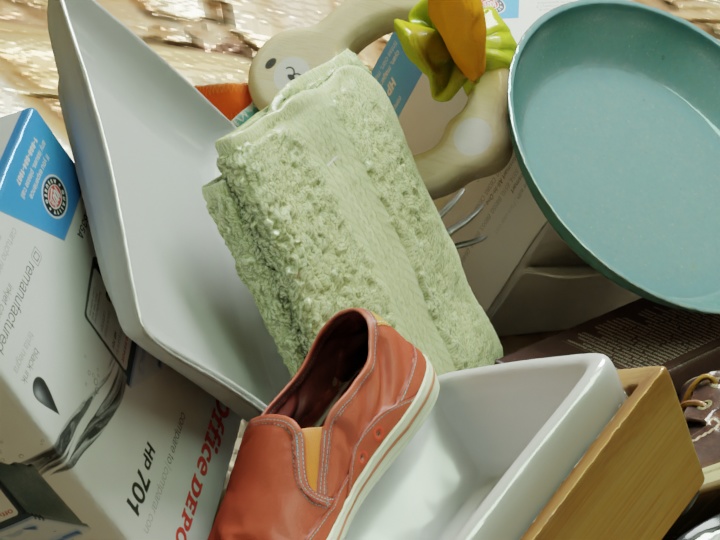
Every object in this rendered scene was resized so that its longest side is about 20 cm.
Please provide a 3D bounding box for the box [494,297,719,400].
[{"bbox_3d":[0.158,0.076,1.405,0.075,0.100,0.200,24,30,37],"label":"box"}]

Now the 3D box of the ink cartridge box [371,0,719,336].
[{"bbox_3d":[0.105,-0.059,1.499,0.128,0.125,0.200,-5,53,-33],"label":"ink cartridge box"}]

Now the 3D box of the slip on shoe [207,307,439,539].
[{"bbox_3d":[-0.035,0.095,1.181,0.061,0.074,0.200,53,53,-25],"label":"slip on shoe"}]

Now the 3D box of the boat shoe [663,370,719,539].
[{"bbox_3d":[0.184,0.088,1.337,0.200,0.072,0.072,-17,61,-38],"label":"boat shoe"}]

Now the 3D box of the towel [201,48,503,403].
[{"bbox_3d":[0.000,0.000,1.297,0.148,0.036,0.201,-43,115,-50],"label":"towel"}]

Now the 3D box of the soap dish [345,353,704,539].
[{"bbox_3d":[0.054,0.118,1.172,0.081,0.200,0.157,45,69,-14],"label":"soap dish"}]

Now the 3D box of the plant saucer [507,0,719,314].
[{"bbox_3d":[0.157,-0.055,1.405,0.199,0.036,0.201,16,52,-22],"label":"plant saucer"}]

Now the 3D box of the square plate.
[{"bbox_3d":[-0.086,-0.019,1.246,0.198,0.028,0.201,40,29,-58],"label":"square plate"}]

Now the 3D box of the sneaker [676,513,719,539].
[{"bbox_3d":[0.215,0.160,1.288,0.199,0.072,0.083,-15,60,-31],"label":"sneaker"}]

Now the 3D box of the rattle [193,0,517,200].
[{"bbox_3d":[-0.022,-0.100,1.392,0.199,0.131,0.143,3,4,14],"label":"rattle"}]

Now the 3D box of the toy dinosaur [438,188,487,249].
[{"bbox_3d":[-0.018,0.036,1.401,0.181,0.105,0.200,41,75,-1],"label":"toy dinosaur"}]

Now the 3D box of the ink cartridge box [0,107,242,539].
[{"bbox_3d":[-0.146,0.051,1.195,0.200,0.086,0.147,55,30,-31],"label":"ink cartridge box"}]
